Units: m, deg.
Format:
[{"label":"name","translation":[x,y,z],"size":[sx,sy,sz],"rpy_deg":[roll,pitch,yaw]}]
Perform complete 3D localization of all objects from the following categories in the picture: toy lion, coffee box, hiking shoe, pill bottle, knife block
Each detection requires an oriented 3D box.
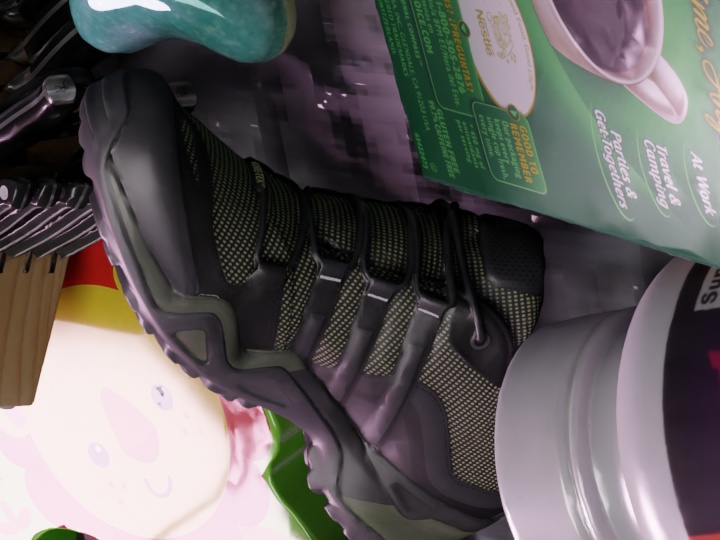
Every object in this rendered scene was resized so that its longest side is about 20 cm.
[{"label":"toy lion","translation":[-0.070,0.074,0.901],"size":[0.192,0.069,0.200],"rpy_deg":[48,134,8]},{"label":"coffee box","translation":[0.072,-0.066,0.666],"size":[0.200,0.044,0.124],"rpy_deg":[19,131,54]},{"label":"hiking shoe","translation":[0.000,0.000,0.772],"size":[0.100,0.076,0.200],"rpy_deg":[-32,127,13]},{"label":"pill bottle","translation":[0.137,0.039,0.694],"size":[0.199,0.111,0.112],"rpy_deg":[-12,112,39]},{"label":"knife block","translation":[-0.136,-0.053,0.847],"size":[0.200,0.064,0.177],"rpy_deg":[30,111,45]}]

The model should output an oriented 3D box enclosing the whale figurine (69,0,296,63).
[{"label":"whale figurine","translation":[-0.069,-0.150,0.697],"size":[0.158,0.104,0.201],"rpy_deg":[9,111,38]}]
